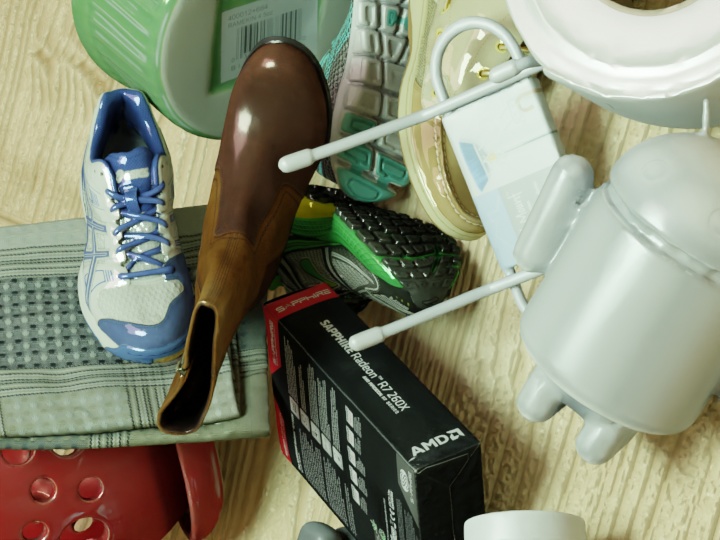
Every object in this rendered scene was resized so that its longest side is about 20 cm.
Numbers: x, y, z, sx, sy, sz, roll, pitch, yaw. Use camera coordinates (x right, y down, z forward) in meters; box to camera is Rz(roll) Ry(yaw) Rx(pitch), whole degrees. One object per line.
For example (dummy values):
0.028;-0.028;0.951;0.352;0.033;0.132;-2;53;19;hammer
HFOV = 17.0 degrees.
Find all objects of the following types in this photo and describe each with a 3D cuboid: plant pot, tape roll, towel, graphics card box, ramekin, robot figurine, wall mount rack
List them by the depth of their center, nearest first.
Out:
0.163;0.008;1.316;0.169;0.113;0.200;35;112;9;robot figurine
0.178;-0.182;1.339;0.202;0.071;0.203;-7;76;30;tape roll
0.057;-0.042;1.429;0.173;0.075;0.201;-23;87;31;wall mount rack
0.009;0.109;1.489;0.200;0.051;0.126;46;148;49;graphics card box
-0.157;0.035;1.576;0.035;0.199;0.193;93;172;-45;towel
-0.085;-0.185;1.630;0.098;0.200;0.200;46;115;39;ramekin
-0.199;0.117;1.654;0.200;0.182;0.201;164;90;-78;plant pot

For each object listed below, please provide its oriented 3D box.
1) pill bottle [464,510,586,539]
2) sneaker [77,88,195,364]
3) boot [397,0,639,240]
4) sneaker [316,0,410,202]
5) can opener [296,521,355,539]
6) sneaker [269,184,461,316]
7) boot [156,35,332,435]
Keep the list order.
0.094;0.238;1.338;0.111;0.111;0.201;-21;64;47;pill bottle
-0.151;-0.032;1.563;0.088;0.075;0.200;93;165;-49;sneaker
0.100;-0.129;1.476;0.155;0.073;0.201;-19;62;47;boot
0.005;-0.147;1.601;0.091;0.077;0.201;13;85;61;sneaker
-0.052;0.256;1.566;0.067;0.053;0.201;21;95;52;can opener
0.000;0.000;1.571;0.200;0.078;0.085;26;107;61;sneaker
-0.080;-0.026;1.469;0.200;0.068;0.189;-67;0;-59;boot
